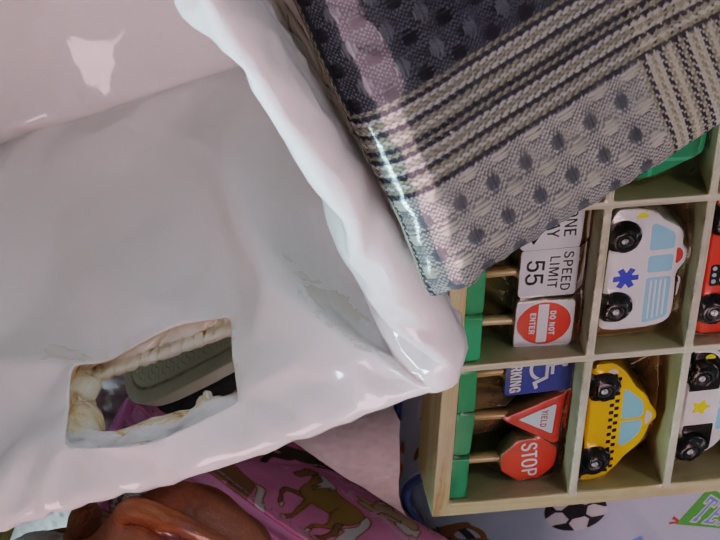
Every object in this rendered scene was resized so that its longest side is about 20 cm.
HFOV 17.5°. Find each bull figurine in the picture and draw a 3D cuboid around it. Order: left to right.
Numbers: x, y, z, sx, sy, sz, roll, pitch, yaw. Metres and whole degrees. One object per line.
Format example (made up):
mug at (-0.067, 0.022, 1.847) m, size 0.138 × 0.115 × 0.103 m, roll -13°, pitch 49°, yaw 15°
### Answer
bull figurine at (-0.062, 0.123, 0.781) m, size 0.121 × 0.065 × 0.200 m, roll 37°, pitch 159°, yaw -5°

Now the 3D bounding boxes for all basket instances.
basket at (-0.097, -0.052, 0.676) m, size 0.197 × 0.161 × 0.200 m, roll -19°, pitch 137°, yaw 16°

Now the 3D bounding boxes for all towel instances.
towel at (0.065, -0.121, 0.615) m, size 0.199 × 0.035 × 0.193 m, roll -30°, pitch 113°, yaw -12°

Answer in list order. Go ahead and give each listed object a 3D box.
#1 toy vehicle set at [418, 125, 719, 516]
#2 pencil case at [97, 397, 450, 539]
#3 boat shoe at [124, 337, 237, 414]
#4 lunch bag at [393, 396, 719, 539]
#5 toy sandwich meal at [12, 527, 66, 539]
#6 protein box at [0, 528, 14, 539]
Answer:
toy vehicle set at (0.086, -0.005, 0.760) m, size 0.124 × 0.027 × 0.201 m, roll -5°, pitch 130°, yaw -9°
pencil case at (-0.010, 0.113, 0.852) m, size 0.199 × 0.086 × 0.083 m, roll 31°, pitch 128°, yaw 22°
boat shoe at (0.000, 0.000, 0.809) m, size 0.200 × 0.072 × 0.068 m, roll -33°, pitch 131°, yaw 25°
lunch bag at (0.116, 0.085, 0.914) m, size 0.160 × 0.076 × 0.200 m, roll -26°, pitch 133°, yaw 19°
toy sandwich meal at (-0.100, 0.198, 0.936) m, size 0.204 × 0.070 × 0.206 m, roll -3°, pitch 108°, yaw -11°
protein box at (-0.233, 0.119, 0.741) m, size 0.199 × 0.199 × 0.136 m, roll 21°, pitch 104°, yaw -4°
